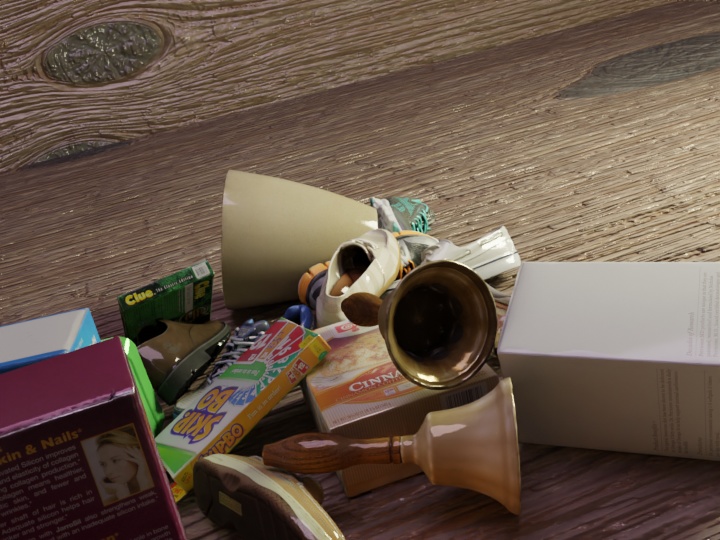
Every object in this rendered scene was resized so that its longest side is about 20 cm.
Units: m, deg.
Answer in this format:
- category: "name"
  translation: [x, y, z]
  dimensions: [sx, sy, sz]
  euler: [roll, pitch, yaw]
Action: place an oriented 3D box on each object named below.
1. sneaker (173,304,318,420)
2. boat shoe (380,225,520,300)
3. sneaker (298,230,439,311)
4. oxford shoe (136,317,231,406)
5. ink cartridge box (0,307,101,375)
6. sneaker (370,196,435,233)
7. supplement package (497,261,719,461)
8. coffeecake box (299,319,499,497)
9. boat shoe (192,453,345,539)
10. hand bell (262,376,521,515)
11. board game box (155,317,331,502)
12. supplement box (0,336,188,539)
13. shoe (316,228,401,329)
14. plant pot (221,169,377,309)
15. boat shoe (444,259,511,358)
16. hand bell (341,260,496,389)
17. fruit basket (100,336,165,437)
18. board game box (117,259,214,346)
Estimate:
- category: "sneaker"
  translation: [-0.122, 0.097, 0.886]
  dimensions: [0.077, 0.085, 0.200]
  euler: [10, 31, 44]
- category: "boat shoe"
  translation: [0.106, -0.006, 1.021]
  dimensions: [0.199, 0.066, 0.072]
  euler: [-18, -4, -17]
- category: "sneaker"
  translation: [0.024, 0.014, 1.050]
  dimensions: [0.200, 0.078, 0.077]
  euler: [-24, 37, -19]
- category: "oxford shoe"
  translation: [-0.200, 0.080, 0.927]
  dimensions: [0.073, 0.084, 0.200]
  euler: [-54, -1, 8]
- category: "ink cartridge box"
  translation: [-0.269, 0.148, 0.677]
  dimensions: [0.145, 0.201, 0.084]
  euler: [-13, 23, -3]
- category: "sneaker"
  translation: [0.070, -0.074, 1.236]
  dimensions: [0.091, 0.078, 0.200]
  euler: [-9, 22, -4]
- category: "supplement package"
  translation: [0.227, 0.071, 0.681]
  dimensions: [0.199, 0.117, 0.117]
  euler: [1, 43, 24]
- category: "coffeecake box"
  translation: [0.027, 0.110, 0.789]
  dimensions: [0.153, 0.073, 0.200]
  euler: [-17, 21, -10]
- category: "boat shoe"
  translation: [-0.059, 0.187, 0.660]
  dimensions: [0.076, 0.072, 0.200]
  euler: [-8, 17, -36]
- category: "hand bell"
  translation: [0.021, 0.140, 0.648]
  dimensions: [0.199, 0.104, 0.104]
  euler: [-3, 22, 7]
- category: "board game box"
  translation: [-0.122, 0.128, 0.783]
  dimensions: [0.200, 0.030, 0.095]
  euler: [-47, 25, -15]
- category: "supplement box"
  translation: [-0.200, 0.170, 0.585]
  dimensions: [0.131, 0.201, 0.103]
  euler: [-17, 22, -16]
- category: "shoe"
  translation: [0.000, 0.000, 0.960]
  dimensions: [0.070, 0.054, 0.200]
  euler: [3, 34, 19]
- category: "plant pot"
  translation: [-0.078, -0.040, 1.115]
  dimensions: [0.199, 0.188, 0.187]
  euler: [0, 21, -3]
- category: "boat shoe"
  translation: [0.137, 0.062, 0.860]
  dimensions: [0.072, 0.076, 0.200]
  euler: [-45, 44, -12]
- category: "hand bell"
  translation: [0.026, 0.040, 0.756]
  dimensions: [0.104, 0.104, 0.200]
  euler: [-21, 11, -22]
- category: "fruit basket"
  translation: [-0.306, 0.134, 0.831]
  dimensions: [0.215, 0.156, 0.216]
  euler: [-6, 38, 5]
- category: "board game box"
  translation: [-0.223, 0.054, 0.959]
  dimensions: [0.105, 0.024, 0.200]
  euler: [-22, -17, -20]
